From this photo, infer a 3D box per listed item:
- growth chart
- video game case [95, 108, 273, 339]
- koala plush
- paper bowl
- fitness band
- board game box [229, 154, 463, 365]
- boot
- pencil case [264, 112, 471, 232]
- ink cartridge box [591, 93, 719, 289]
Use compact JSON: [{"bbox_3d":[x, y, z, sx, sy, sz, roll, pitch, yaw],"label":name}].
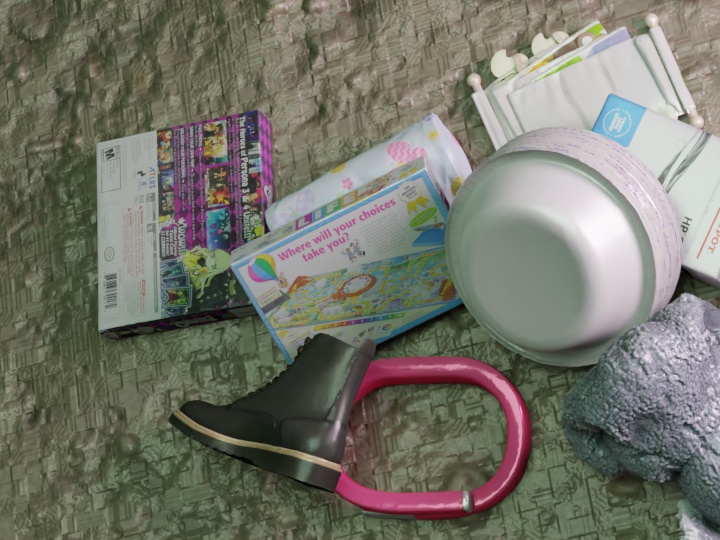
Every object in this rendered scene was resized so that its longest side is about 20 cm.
[{"bbox_3d":[0.203,-0.163,1.755,0.199,0.018,0.146,-19,66,14],"label":"growth chart"},{"bbox_3d":[-0.171,-0.044,1.846,0.180,0.036,0.202,-11,69,17],"label":"video game case"},{"bbox_3d":[0.280,0.139,1.552,0.177,0.184,0.200,-42,75,4],"label":"koala plush"},{"bbox_3d":[0.164,-0.013,1.613,0.199,0.104,0.202,15,120,28],"label":"paper bowl"},{"bbox_3d":[0.053,0.148,1.697,0.198,0.037,0.145,-2,71,19],"label":"fitness band"},{"bbox_3d":[0.000,0.000,1.720,0.199,0.135,0.034,-26,22,10],"label":"board game box"},{"bbox_3d":[-0.075,0.111,1.722,0.199,0.077,0.139,15,81,37],"label":"boot"},{"bbox_3d":[0.010,-0.062,1.759,0.199,0.083,0.091,-30,82,9],"label":"pencil case"},{"bbox_3d":[0.286,-0.061,1.652,0.199,0.068,0.117,25,89,23],"label":"ink cartridge box"}]
